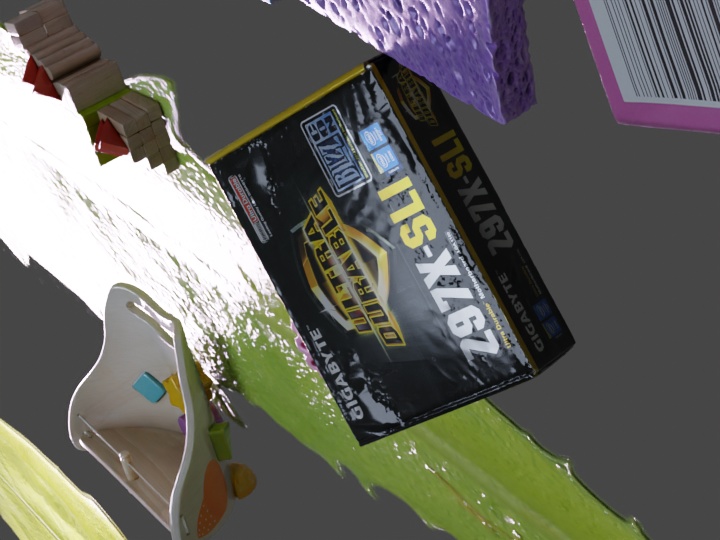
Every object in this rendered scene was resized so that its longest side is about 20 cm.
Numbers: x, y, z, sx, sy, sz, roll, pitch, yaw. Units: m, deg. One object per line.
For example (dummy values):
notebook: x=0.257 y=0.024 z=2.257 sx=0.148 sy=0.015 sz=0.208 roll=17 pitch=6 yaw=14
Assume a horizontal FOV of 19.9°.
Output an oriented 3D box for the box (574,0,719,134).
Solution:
box: x=0.181 y=-0.119 z=0.574 sx=0.176 sy=0.200 sz=0.097 roll=13 pitch=130 yaw=60

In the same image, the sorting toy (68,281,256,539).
sorting toy: x=-0.169 y=0.107 z=1.748 sx=0.200 sy=0.106 sz=0.181 roll=35 pitch=139 yaw=48

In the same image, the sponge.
sponge: x=0.020 y=-0.164 z=1.094 sx=0.200 sy=0.030 sz=0.112 roll=36 pitch=147 yaw=45

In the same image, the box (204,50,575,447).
box: x=0.015 y=-0.011 z=1.194 sx=0.159 sy=0.049 sz=0.201 roll=-25 pitch=94 yaw=44

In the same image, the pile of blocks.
pile of blocks: x=-0.222 y=-0.135 z=1.604 sx=0.200 sy=0.062 sz=0.082 roll=47 pitch=154 yaw=31

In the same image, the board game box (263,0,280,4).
board game box: x=-0.098 y=-0.268 z=1.214 sx=0.134 sy=0.034 sz=0.201 roll=31 pitch=143 yaw=51

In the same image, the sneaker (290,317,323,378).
sneaker: x=0.000 y=0.000 z=1.291 sx=0.095 sy=0.079 sz=0.201 roll=4 pitch=123 yaw=51
